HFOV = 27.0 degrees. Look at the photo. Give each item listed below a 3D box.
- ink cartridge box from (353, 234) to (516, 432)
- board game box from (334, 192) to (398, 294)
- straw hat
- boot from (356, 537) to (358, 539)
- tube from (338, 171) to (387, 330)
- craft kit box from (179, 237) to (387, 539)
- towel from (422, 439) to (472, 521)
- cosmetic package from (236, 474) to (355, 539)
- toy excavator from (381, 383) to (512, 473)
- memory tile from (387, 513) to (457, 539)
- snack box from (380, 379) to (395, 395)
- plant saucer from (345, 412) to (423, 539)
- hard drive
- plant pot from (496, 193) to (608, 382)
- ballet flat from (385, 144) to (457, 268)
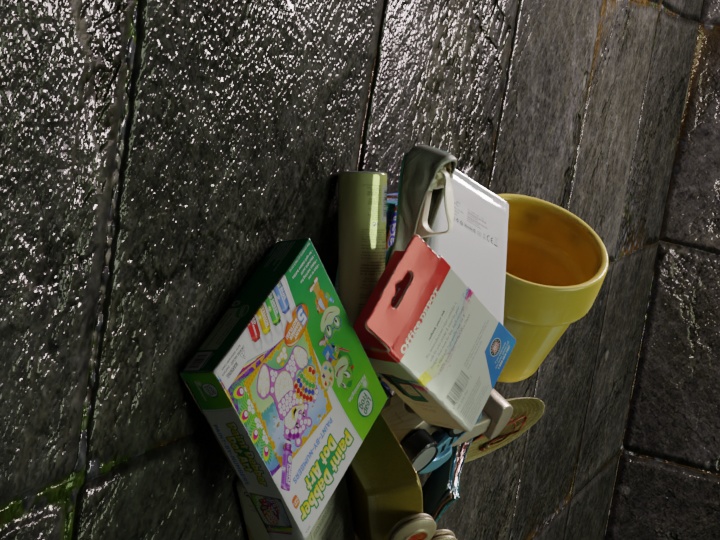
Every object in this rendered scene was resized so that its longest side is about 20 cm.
[{"bbox_3d":[0.063,0.062,1.520,0.200,0.067,0.117,46,64,-37],"label":"ink cartridge box"},{"bbox_3d":[0.030,-0.007,1.657,0.200,0.045,0.154,-15,116,-67],"label":"board game box"},{"bbox_3d":[0.142,0.184,2.002,0.086,0.200,0.201,65,6,24],"label":"straw hat"},{"bbox_3d":[0.014,0.307,1.768,0.167,0.072,0.202,-58,162,-63],"label":"boot"},{"bbox_3d":[0.000,0.000,1.527,0.052,0.057,0.202,-170,-100,-74],"label":"tube"},{"bbox_3d":[-0.064,0.108,1.381,0.200,0.048,0.199,-57,133,-45],"label":"craft kit box"},{"bbox_3d":[0.079,0.302,1.852,0.201,0.022,0.147,-61,-177,29],"label":"towel"},{"bbox_3d":[-0.062,0.252,1.520,0.105,0.070,0.201,-59,153,-43],"label":"cosmetic package"},{"bbox_3d":[0.089,0.171,1.695,0.194,0.100,0.201,-38,153,-18],"label":"toy excavator"},{"bbox_3d":[0.017,0.326,1.524,0.199,0.017,0.153,-37,140,8],"label":"memory tile"},{"bbox_3d":[0.025,0.176,1.779,0.072,0.024,0.201,83,27,-46],"label":"snack box"},{"bbox_3d":[0.002,0.210,1.562,0.048,0.201,0.201,-20,140,-15],"label":"plant saucer"},{"bbox_3d":[0.114,-0.007,1.668,0.131,0.026,0.202,28,57,-39],"label":"hard drive"},{"bbox_3d":[0.199,0.034,1.950,0.201,0.199,0.190,-49,160,-52],"label":"plant pot"},{"bbox_3d":[0.061,-0.030,1.573,0.067,0.063,0.202,-2,104,-69],"label":"ballet flat"}]
